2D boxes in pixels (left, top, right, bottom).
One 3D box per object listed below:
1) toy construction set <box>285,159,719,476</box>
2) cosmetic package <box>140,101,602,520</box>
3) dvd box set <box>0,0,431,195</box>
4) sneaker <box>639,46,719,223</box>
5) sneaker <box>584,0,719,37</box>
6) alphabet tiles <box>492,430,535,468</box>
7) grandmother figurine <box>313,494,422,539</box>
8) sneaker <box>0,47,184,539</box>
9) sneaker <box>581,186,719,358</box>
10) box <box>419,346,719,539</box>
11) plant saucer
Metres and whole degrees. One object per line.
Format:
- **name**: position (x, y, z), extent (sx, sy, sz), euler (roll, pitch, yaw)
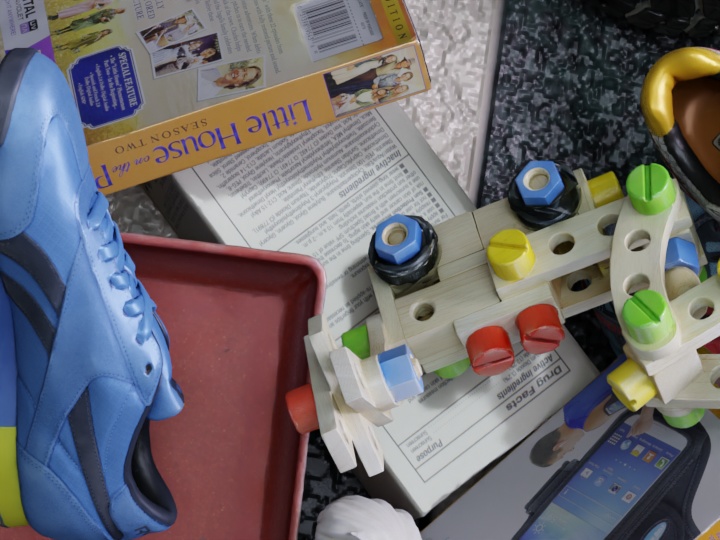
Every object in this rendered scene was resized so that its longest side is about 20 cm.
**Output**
- **toy construction set**: position (0.065, 0.023, 1.046), extent (0.199, 0.092, 0.132), euler (-13, 53, -5)
- **cosmetic package**: position (0.000, 0.000, 1.148), extent (0.103, 0.073, 0.200), euler (-35, 88, -14)
- **dvd box set**: position (-0.081, -0.095, 1.109), extent (0.199, 0.029, 0.147), euler (-18, 41, -1)
- **sneaker**: position (0.183, -0.018, 1.040), extent (0.200, 0.082, 0.078), euler (37, 95, 27)
- **sneaker**: position (0.111, -0.171, 1.192), extent (0.199, 0.079, 0.090), euler (21, 72, 3)
- **alphabet tiles**: position (0.093, 0.133, 1.092), extent (0.200, 0.195, 0.015), euler (-49, 126, -14)
- **grandmother figurine**: position (-0.043, 0.164, 1.032), extent (0.060, 0.122, 0.200), euler (21, 57, 36)
- **sneaker**: position (-0.103, 0.011, 1.023), extent (0.078, 0.066, 0.201), euler (3, 112, 11)
- **sneaker**: position (0.174, -0.012, 1.119), extent (0.096, 0.199, 0.079), euler (54, 35, -15)
- **box**: position (0.085, 0.117, 1.069), extent (0.200, 0.119, 0.042), euler (-40, 123, -4)
- **plant saucer**: position (-0.120, 0.082, 1.096), extent (0.198, 0.037, 0.201), euler (7, 92, 5)
